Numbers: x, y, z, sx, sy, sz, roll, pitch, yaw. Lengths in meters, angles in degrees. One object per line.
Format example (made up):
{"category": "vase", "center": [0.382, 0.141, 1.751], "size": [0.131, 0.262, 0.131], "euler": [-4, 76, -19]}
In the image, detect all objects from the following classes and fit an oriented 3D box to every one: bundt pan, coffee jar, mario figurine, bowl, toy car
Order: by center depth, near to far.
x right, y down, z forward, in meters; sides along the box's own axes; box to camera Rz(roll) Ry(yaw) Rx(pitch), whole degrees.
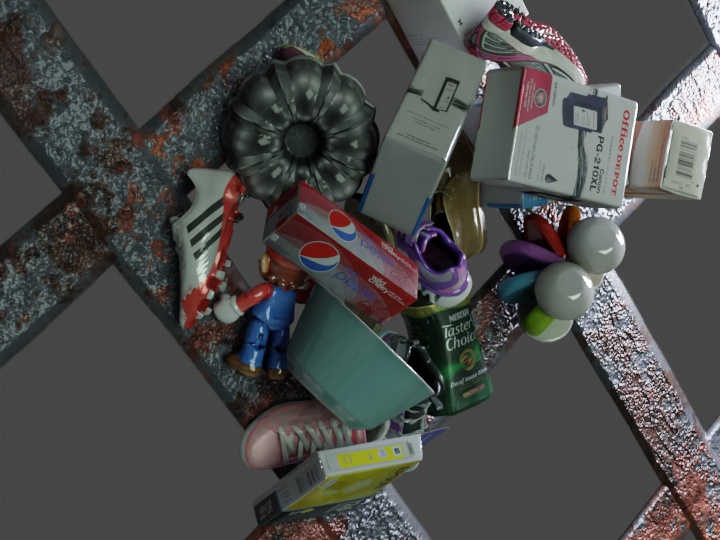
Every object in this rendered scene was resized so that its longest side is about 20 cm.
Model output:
{"category": "bundt pan", "center": [-0.071, -0.159, 1.614], "size": [0.200, 0.076, 0.204], "euler": [-1, 104, -5]}
{"category": "bowl", "center": [-0.016, 0.120, 1.623], "size": [0.105, 0.201, 0.201], "euler": [-47, 118, -2]}
{"category": "mario figurine", "center": [-0.111, 0.030, 1.673], "size": [0.123, 0.105, 0.202], "euler": [-1, 108, -69]}
{"category": "coffee jar", "center": [0.112, 0.091, 1.805], "size": [0.104, 0.085, 0.202], "euler": [-22, 105, -31]}
{"category": "toy car", "center": [0.271, -0.006, 1.876], "size": [0.150, 0.175, 0.200], "euler": [36, 72, 6]}

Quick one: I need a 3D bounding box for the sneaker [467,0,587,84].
{"category": "sneaker", "center": [0.220, -0.284, 1.724], "size": [0.199, 0.081, 0.075], "euler": [21, 124, -39]}

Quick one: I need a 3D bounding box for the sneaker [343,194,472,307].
{"category": "sneaker", "center": [0.064, -0.040, 1.715], "size": [0.200, 0.089, 0.081], "euler": [36, 71, 11]}

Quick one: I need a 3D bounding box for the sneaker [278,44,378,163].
{"category": "sneaker", "center": [-0.058, -0.189, 1.676], "size": [0.090, 0.075, 0.201], "euler": [-41, 109, -16]}

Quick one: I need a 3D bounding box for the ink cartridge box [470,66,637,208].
{"category": "ink cartridge box", "center": [0.252, -0.168, 1.700], "size": [0.199, 0.084, 0.146], "euler": [10, 88, -33]}

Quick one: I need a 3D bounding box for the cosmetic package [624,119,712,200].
{"category": "cosmetic package", "center": [0.398, -0.160, 1.905], "size": [0.087, 0.199, 0.104], "euler": [11, 86, -32]}

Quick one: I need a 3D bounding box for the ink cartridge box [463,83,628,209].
{"category": "ink cartridge box", "center": [0.248, -0.175, 1.835], "size": [0.199, 0.146, 0.147], "euler": [-13, 101, -31]}

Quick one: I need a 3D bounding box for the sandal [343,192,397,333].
{"category": "sandal", "center": [0.000, 0.000, 1.704], "size": [0.054, 0.080, 0.202], "euler": [-27, 129, -48]}

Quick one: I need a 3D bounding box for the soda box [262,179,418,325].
{"category": "soda box", "center": [-0.021, -0.020, 1.606], "size": [0.200, 0.070, 0.064], "euler": [36, 36, -26]}

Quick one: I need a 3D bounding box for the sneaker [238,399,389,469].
{"category": "sneaker", "center": [-0.052, 0.209, 1.695], "size": [0.199, 0.104, 0.076], "euler": [-15, 106, -31]}

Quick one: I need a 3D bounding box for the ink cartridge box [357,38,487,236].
{"category": "ink cartridge box", "center": [0.079, -0.168, 1.654], "size": [0.084, 0.146, 0.201], "euler": [22, 48, 2]}

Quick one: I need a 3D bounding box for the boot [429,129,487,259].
{"category": "boot", "center": [0.120, -0.111, 1.784], "size": [0.075, 0.073, 0.202], "euler": [-22, 100, -55]}

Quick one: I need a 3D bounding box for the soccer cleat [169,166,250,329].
{"category": "soccer cleat", "center": [-0.198, -0.029, 1.606], "size": [0.085, 0.069, 0.201], "euler": [20, 103, 7]}

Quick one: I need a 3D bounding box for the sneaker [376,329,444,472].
{"category": "sneaker", "center": [0.069, 0.183, 1.750], "size": [0.077, 0.140, 0.202], "euler": [-21, 105, -30]}

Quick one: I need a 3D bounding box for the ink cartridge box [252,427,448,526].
{"category": "ink cartridge box", "center": [-0.010, 0.266, 1.678], "size": [0.199, 0.198, 0.047], "euler": [-2, 63, -32]}

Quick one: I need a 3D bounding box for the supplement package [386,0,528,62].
{"category": "supplement package", "center": [0.107, -0.388, 1.739], "size": [0.121, 0.119, 0.201], "euler": [-41, 115, -22]}
